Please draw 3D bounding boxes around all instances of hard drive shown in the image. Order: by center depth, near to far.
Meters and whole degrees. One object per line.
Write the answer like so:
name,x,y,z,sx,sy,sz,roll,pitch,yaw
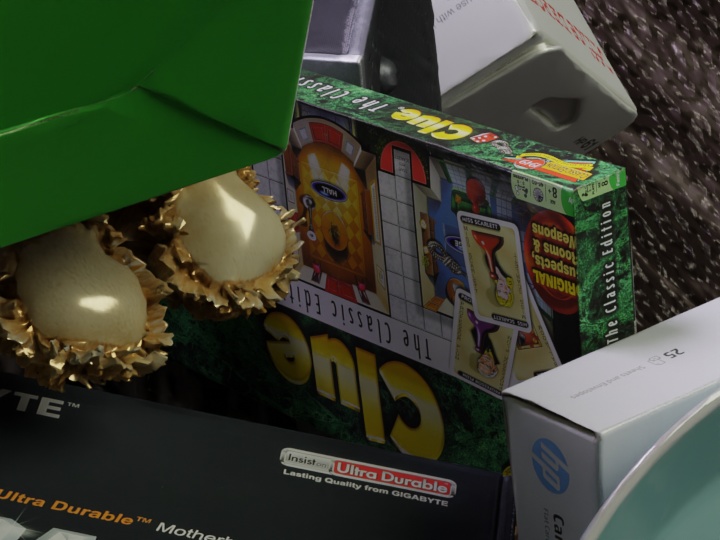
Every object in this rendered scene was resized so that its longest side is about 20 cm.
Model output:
hard drive,0.002,-0.021,0.911,0.135,0.042,0.201,-79,166,-49

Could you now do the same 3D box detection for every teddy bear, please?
teddy bear,-0.109,-0.017,0.772,0.199,0.067,0.145,14,37,21

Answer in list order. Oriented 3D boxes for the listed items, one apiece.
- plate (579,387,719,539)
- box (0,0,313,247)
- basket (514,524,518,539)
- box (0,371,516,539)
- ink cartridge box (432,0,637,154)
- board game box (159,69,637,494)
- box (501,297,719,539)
plate,0.103,0.108,0.712,0.200,0.201,0.026,22,0,-41
box,-0.136,-0.091,0.653,0.199,0.097,0.177,-20,59,-23
basket,0.077,0.153,0.831,0.200,0.149,0.143,38,33,-24
box,-0.065,0.092,0.694,0.199,0.046,0.159,12,31,0
ink cartridge box,0.010,-0.130,1.069,0.201,0.084,0.144,61,13,18
board game box,0.000,0.000,0.793,0.023,0.199,0.105,-25,119,-33
box,0.113,0.103,0.761,0.155,0.041,0.201,-20,115,-33
